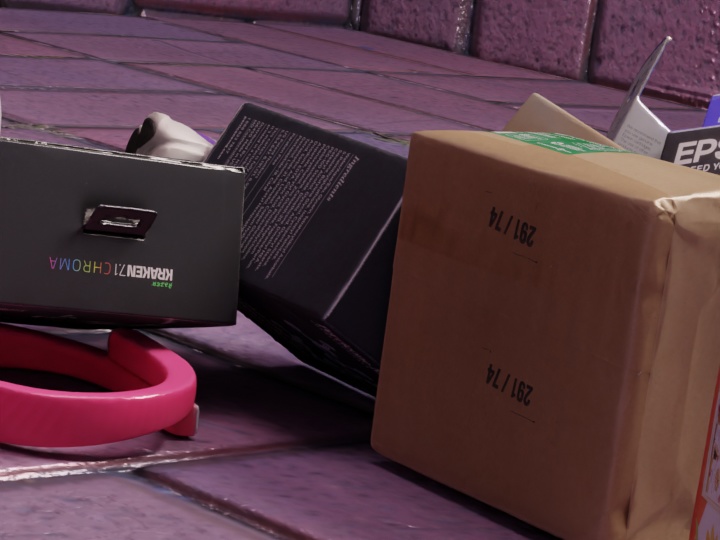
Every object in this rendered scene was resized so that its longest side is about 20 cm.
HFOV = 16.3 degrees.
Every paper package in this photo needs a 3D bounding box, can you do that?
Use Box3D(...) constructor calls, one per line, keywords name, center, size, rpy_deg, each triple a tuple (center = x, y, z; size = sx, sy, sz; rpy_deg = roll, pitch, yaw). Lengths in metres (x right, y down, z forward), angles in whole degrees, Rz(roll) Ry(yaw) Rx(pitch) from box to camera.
Box3D(name="paper package", center=(0.112, 0.032, 1.310), size=(0.103, 0.192, 0.199), rpy_deg=(1, 11, -37))

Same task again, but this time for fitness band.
Box3D(name="fitness band", center=(-0.169, 0.058, 1.369), size=(0.143, 0.038, 0.200), rpy_deg=(3, 10, -27))

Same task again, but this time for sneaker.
Box3D(name="sneaker", center=(-0.130, -0.025, 1.601), size=(0.083, 0.081, 0.200), rpy_deg=(16, -27, -21))

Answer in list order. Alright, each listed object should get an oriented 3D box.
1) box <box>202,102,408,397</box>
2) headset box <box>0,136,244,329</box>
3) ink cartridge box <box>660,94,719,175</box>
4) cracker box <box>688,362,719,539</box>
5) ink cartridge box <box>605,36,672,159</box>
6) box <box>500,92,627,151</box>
Box3D(name="box", center=(0.000, 0.000, 1.475), size=(0.148, 0.107, 0.200), rpy_deg=(40, -11, -35))
Box3D(name="headset box", center=(-0.183, -0.018, 1.433), size=(0.173, 0.094, 0.199), rpy_deg=(6, -5, -34))
Box3D(name="ink cartridge box", center=(0.263, -0.047, 1.477), size=(0.197, 0.201, 0.043), rpy_deg=(-6, -39, 36))
Box3D(name="cracker box", center=(0.197, 0.115, 1.075), size=(0.057, 0.135, 0.200), rpy_deg=(8, 10, -9))
Box3D(name="ink cartridge box", center=(0.161, -0.044, 1.650), size=(0.043, 0.201, 0.196), rpy_deg=(29, -3, 2))
Box3D(name="box", center=(0.155, -0.012, 1.429), size=(0.200, 0.078, 0.095), rpy_deg=(38, -2, 44))
